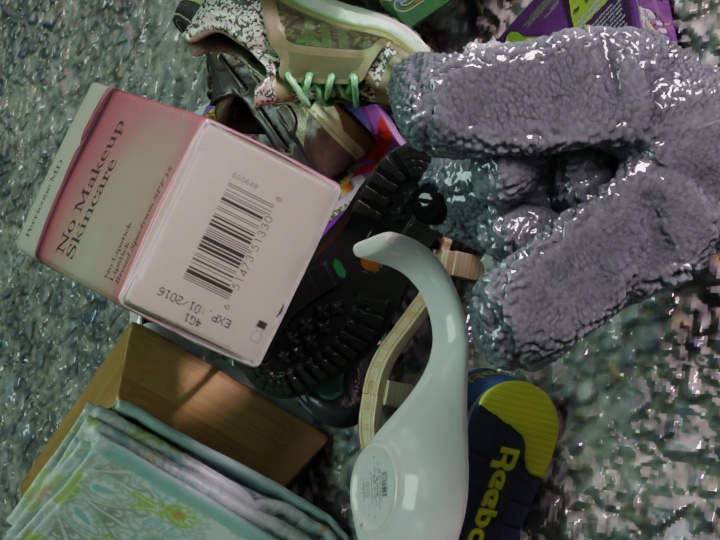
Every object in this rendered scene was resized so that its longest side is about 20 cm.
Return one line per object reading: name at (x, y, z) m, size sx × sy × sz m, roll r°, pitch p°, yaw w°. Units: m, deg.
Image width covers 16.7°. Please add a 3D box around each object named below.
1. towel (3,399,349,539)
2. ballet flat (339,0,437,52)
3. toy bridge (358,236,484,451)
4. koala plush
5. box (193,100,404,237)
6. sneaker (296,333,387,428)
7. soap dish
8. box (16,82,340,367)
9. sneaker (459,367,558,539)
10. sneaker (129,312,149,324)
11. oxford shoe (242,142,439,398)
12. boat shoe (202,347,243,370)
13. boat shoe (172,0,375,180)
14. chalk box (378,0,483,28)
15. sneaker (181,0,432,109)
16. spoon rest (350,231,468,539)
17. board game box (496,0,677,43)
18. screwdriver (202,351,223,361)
towel at (-0.128, 0.180, 1.650) m, size 0.171 × 0.200 × 0.048 m, roll -49°, pitch 12°, yaw 45°
ballet flat at (-0.038, -0.184, 1.625) m, size 0.067 × 0.200 × 0.046 m, roll -58°, pitch 0°, yaw 19°
toy bridge at (0.035, 0.078, 1.509) m, size 0.027 × 0.067 × 0.200 m, roll 3°, pitch 83°, yaw 63°
koala plush at (0.101, -0.051, 1.354) m, size 0.200 × 0.184 × 0.178 m, roll 177°, pitch 73°, yaw -75°
box at (-0.042, -0.075, 1.677) m, size 0.137 × 0.039 × 0.200 m, roll -35°, pitch 39°, yaw 7°
sneaker at (-0.028, 0.052, 1.664) m, size 0.200 × 0.074 × 0.088 m, roll -110°, pitch 17°, yaw -48°
soap dish at (-0.137, 0.144, 1.710) m, size 0.200 × 0.157 × 0.081 m, roll -52°, pitch 10°, yaw 40°
box at (-0.120, -0.033, 1.568) m, size 0.200 × 0.109 × 0.128 m, roll 21°, pitch 86°, yaw 61°
sneaker at (0.049, 0.148, 1.453) m, size 0.200 × 0.074 × 0.082 m, roll -65°, pitch 30°, yaw 7°
sneaker at (-0.157, 0.070, 1.869) m, size 0.085 × 0.073 × 0.200 m, roll -12°, pitch 70°, yaw 58°
oxford shoe at (0.000, 0.000, 1.559) m, size 0.200 × 0.073 × 0.084 m, roll -49°, pitch 3°, yaw 16°
boat shoe at (-0.117, 0.056, 1.805) m, size 0.075 × 0.068 × 0.200 m, roll -37°, pitch 48°, yaw 52°
boat shoe at (-0.073, -0.122, 1.642) m, size 0.065 × 0.073 × 0.200 m, roll -46°, pitch 49°, yaw -3°
chalk box at (0.032, -0.247, 1.551) m, size 0.124 × 0.200 × 0.125 m, roll -36°, pitch 41°, yaw 7°
sneaker at (-0.028, -0.125, 1.556) m, size 0.089 × 0.200 × 0.077 m, roll -53°, pitch -21°, yaw -19°
spoon rest at (0.031, 0.080, 1.409) m, size 0.099 × 0.061 × 0.200 m, roll -18°, pitch 70°, yaw 57°
board game box at (0.119, -0.111, 1.470) m, size 0.200 × 0.032 × 0.120 m, roll -46°, pitch 37°, yaw 47°
screwdriver at (-0.080, 0.052, 1.674) m, size 0.028 × 0.029 × 0.200 m, roll 61°, pitch -176°, yaw 4°
